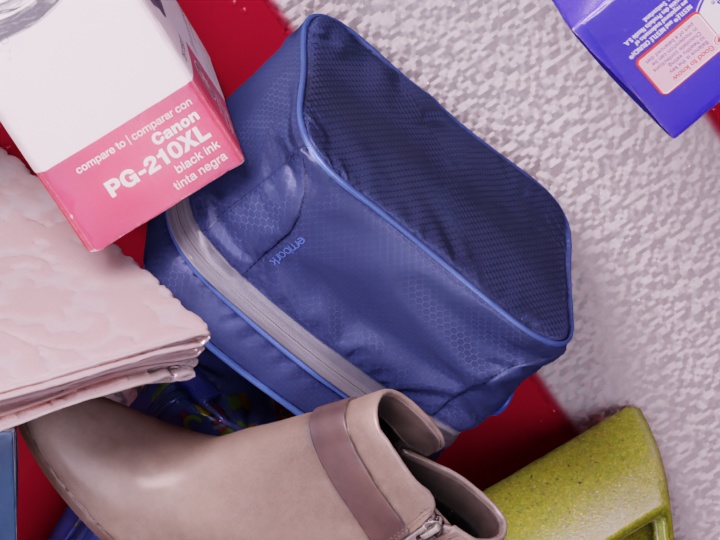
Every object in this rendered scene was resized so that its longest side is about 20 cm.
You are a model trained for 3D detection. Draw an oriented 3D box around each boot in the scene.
[{"bbox_3d":[-0.037,0.092,1.278,0.200,0.070,0.146,38,132,-23],"label":"boot"}]

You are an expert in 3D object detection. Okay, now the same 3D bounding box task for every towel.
[{"bbox_3d":[-0.194,0.015,1.240,0.190,0.200,0.032,-15,125,-31],"label":"towel"}]

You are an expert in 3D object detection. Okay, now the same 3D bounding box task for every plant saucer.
[{"bbox_3d":[0.097,0.198,1.417,0.199,0.048,0.201,-27,119,-34],"label":"plant saucer"}]

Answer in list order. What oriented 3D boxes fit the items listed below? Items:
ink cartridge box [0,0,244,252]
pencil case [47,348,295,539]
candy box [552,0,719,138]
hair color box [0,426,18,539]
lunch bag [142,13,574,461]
[{"bbox_3d":[-0.141,-0.130,1.243,0.084,0.145,0.200,-30,114,4],"label":"ink cartridge box"},{"bbox_3d":[-0.113,0.128,1.392,0.200,0.078,0.087,-54,153,14],"label":"pencil case"},{"bbox_3d":[0.156,-0.167,1.242,0.169,0.200,0.077,-40,114,10],"label":"candy box"},{"bbox_3d":[-0.206,0.055,1.282,0.099,0.200,0.061,-1,114,-8],"label":"hair color box"},{"bbox_3d":[0.000,0.000,1.322,0.200,0.136,0.132,39,118,-20],"label":"lunch bag"}]
